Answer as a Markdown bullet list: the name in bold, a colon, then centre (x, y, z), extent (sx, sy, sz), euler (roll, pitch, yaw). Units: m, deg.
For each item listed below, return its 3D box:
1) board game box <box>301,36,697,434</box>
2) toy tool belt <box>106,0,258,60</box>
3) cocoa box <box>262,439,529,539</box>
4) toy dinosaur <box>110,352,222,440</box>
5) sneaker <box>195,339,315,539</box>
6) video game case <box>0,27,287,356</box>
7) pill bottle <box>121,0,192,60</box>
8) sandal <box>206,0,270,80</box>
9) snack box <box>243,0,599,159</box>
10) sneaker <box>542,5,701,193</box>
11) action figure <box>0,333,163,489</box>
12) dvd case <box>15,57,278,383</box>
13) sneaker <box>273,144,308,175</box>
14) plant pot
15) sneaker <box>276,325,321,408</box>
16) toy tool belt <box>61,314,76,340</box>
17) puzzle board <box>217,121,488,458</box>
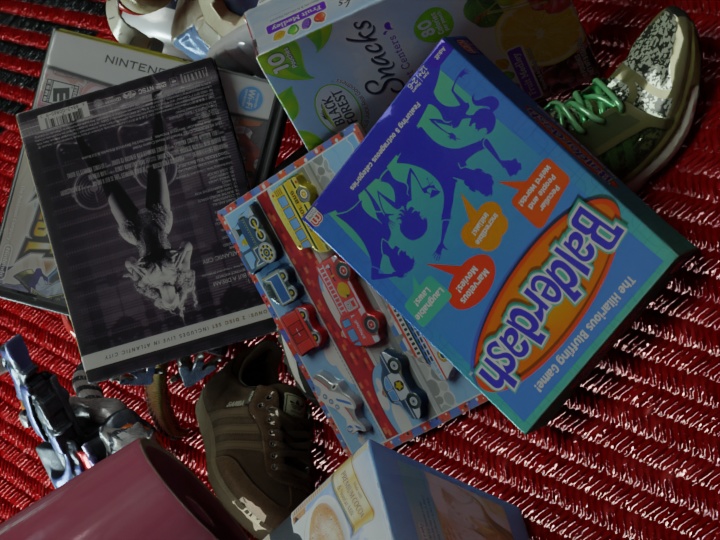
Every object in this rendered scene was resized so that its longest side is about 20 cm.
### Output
- **board game box**: centre (0.083, -0.023, 1.412), extent (0.200, 0.045, 0.152), euler (43, 111, 13)
- **toy tool belt**: centre (-0.079, -0.196, 1.728), extent (0.123, 0.200, 0.125), euler (-14, 55, 52)
- **cocoa box**: centre (0.031, 0.226, 1.341), extent (0.131, 0.133, 0.200), euler (-46, 36, 26)
- **toy dinosaur**: centre (-0.183, 0.007, 1.734), extent (0.182, 0.105, 0.200), euler (63, 149, 31)
- **sneaker**: centre (-0.067, 0.120, 1.624), extent (0.076, 0.070, 0.200), euler (-54, 33, 15)
- **video game case**: centre (-0.159, -0.057, 1.649), extent (0.026, 0.180, 0.201), euler (29, -105, -84)
- **pill bottle**: centre (-0.139, -0.230, 1.939), extent (0.111, 0.111, 0.200), euler (-1, 67, 56)
- **sandal**: centre (-0.041, -0.182, 1.595), extent (0.206, 0.079, 0.059), euler (-12, 64, 53)
- **snack box**: centre (0.043, -0.149, 1.507), extent (0.200, 0.142, 0.053), euler (-23, 46, 7)
- **sneaker**: centre (0.140, -0.083, 1.441), extent (0.200, 0.088, 0.077), euler (-58, 32, 11)
- **action figure**: centre (-0.220, 0.111, 1.804), extent (0.105, 0.200, 0.193), euler (-33, 31, -24)
- **dvd case**: centre (-0.148, -0.035, 1.627), extent (0.016, 0.148, 0.201), euler (34, -140, -84)
- **sneaker**: centre (-0.063, -0.031, 1.737), extent (0.200, 0.076, 0.091), euler (-39, 17, 43)
- **plant pot**: centre (-0.176, 0.223, 1.616), extent (0.179, 0.200, 0.200), euler (-44, 34, 3)
- **sneaker**: centre (0.000, 0.000, 1.611), extent (0.079, 0.074, 0.201), euler (7, 77, 40)
- **toy tool belt**: centre (-0.165, -0.039, 1.826), extent (0.123, 0.125, 0.200), euler (-32, 28, 37)
- **puzzle board**: centre (-0.004, 0.020, 1.528), extent (0.151, 0.017, 0.200), euler (-31, 88, 43)
